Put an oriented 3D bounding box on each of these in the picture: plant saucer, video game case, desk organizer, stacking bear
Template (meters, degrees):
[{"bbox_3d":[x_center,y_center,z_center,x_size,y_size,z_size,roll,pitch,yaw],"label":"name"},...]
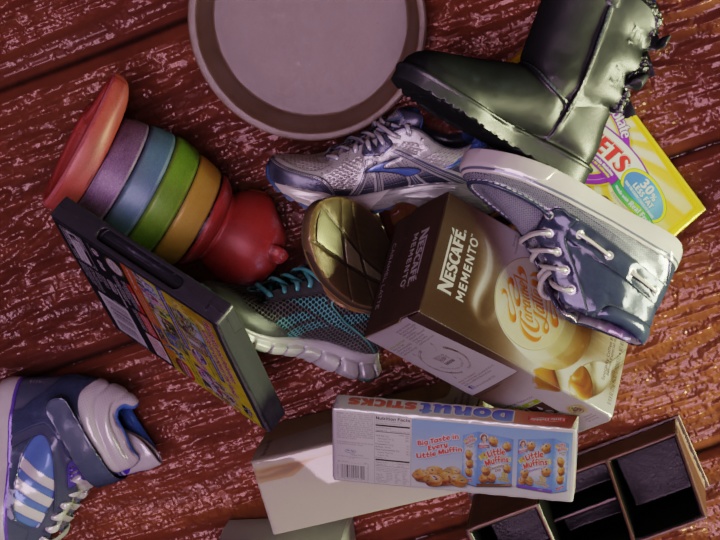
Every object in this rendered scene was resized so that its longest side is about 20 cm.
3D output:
[{"bbox_3d":[-0.043,-0.207,1.733,0.199,0.029,0.201,2,107,7],"label":"plant saucer"},{"bbox_3d":[-0.155,0.038,1.719,0.180,0.200,0.026,32,71,25],"label":"video game case"},{"bbox_3d":[0.193,0.202,1.797,0.199,0.077,0.072,-22,103,14],"label":"desk organizer"},{"bbox_3d":[-0.153,-0.056,1.754,0.199,0.121,0.114,28,64,-14],"label":"stacking bear"}]

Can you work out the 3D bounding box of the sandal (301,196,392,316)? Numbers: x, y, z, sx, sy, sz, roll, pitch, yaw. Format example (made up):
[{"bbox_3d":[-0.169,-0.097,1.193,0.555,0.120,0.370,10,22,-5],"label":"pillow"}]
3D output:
[{"bbox_3d":[0.000,0.000,1.721,0.054,0.200,0.081,-2,74,29],"label":"sandal"}]

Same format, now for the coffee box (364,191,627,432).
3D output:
[{"bbox_3d":[0.115,0.039,1.700,0.199,0.115,0.080,28,150,-23],"label":"coffee box"}]

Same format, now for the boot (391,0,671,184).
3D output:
[{"bbox_3d":[0.138,-0.173,1.655,0.198,0.073,0.163,27,86,-19],"label":"boot"}]

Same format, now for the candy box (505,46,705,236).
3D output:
[{"bbox_3d":[0.185,-0.097,1.716,0.102,0.026,0.200,-40,99,-11],"label":"candy box"}]

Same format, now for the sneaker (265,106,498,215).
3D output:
[{"bbox_3d":[0.021,-0.096,1.726,0.199,0.077,0.086,0,114,-9],"label":"sneaker"}]

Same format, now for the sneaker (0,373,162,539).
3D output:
[{"bbox_3d":[-0.248,0.190,1.855,0.146,0.081,0.201,4,102,11],"label":"sneaker"}]

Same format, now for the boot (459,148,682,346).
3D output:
[{"bbox_3d":[0.158,-0.018,1.658,0.199,0.073,0.091,25,75,-12],"label":"boot"}]

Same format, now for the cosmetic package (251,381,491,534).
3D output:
[{"bbox_3d":[0.016,0.156,1.796,0.199,0.105,0.071,-14,103,10],"label":"cosmetic package"}]

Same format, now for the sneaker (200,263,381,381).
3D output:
[{"bbox_3d":[-0.052,0.025,1.753,0.199,0.077,0.092,17,99,-41],"label":"sneaker"}]

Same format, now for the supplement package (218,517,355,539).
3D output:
[{"bbox_3d":[-0.060,0.330,1.850,0.120,0.120,0.201,-3,106,11],"label":"supplement package"}]

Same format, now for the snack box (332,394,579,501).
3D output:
[{"bbox_3d":[0.076,0.145,1.710,0.199,0.024,0.072,5,119,8],"label":"snack box"}]
